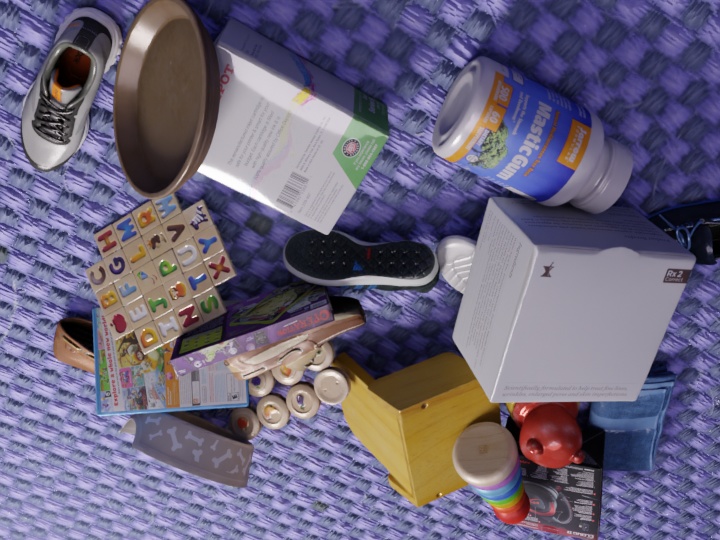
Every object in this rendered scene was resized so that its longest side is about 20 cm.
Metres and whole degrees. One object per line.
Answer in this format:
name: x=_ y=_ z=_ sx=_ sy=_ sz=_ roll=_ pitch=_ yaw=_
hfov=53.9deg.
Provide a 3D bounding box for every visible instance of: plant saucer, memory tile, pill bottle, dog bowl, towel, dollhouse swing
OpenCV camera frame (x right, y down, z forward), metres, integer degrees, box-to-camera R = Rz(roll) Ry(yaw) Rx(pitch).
plant saucer: x=-0.197 y=-0.172 z=0.716 sx=0.029 sy=0.201 sz=0.201 roll=-1 pitch=136 yaw=-42
memory tile: x=-0.122 y=0.142 z=0.983 sx=0.199 sy=0.017 sz=0.154 roll=-25 pitch=90 yaw=18
pill bottle: x=0.187 y=-0.137 z=0.761 sx=0.199 sy=0.112 sz=0.112 roll=22 pitch=124 yaw=-14
dog bowl: x=-0.243 y=0.245 z=1.018 sx=0.199 sy=0.059 sz=0.200 roll=23 pitch=168 yaw=5
towel: x=0.396 y=0.223 z=1.058 sx=0.111 sy=0.049 sz=0.201 roll=-1 pitch=126 yaw=3
dollhouse swing: x=0.078 y=0.192 z=1.005 sx=0.181 sy=0.176 sz=0.201 roll=-20 pitch=126 yaw=-11

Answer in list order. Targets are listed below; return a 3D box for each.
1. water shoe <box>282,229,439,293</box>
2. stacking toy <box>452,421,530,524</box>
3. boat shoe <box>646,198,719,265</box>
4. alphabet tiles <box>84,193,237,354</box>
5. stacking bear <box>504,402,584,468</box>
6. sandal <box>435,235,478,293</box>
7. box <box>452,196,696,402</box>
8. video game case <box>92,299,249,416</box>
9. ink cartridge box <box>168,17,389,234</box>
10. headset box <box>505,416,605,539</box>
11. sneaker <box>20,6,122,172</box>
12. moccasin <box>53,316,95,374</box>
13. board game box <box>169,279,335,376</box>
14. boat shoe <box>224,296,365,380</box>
water shoe: x=0.000 y=0.000 z=0.887 sx=0.198 sy=0.072 sz=0.079 roll=8 pitch=159 yaw=16
stacking toy: x=0.192 y=0.288 z=0.963 sx=0.085 sy=0.086 sz=0.200 roll=-18 pitch=135 yaw=14
boat shoe: x=0.410 y=-0.043 z=0.850 sx=0.199 sy=0.069 sz=0.084 roll=-23 pitch=122 yaw=19
alphabet tiles: x=-0.251 y=0.002 z=0.877 sx=0.199 sy=0.006 sz=0.167 roll=-26 pitch=85 yaw=19
stacking bear: x=0.236 y=0.169 z=0.927 sx=0.121 sy=0.201 sz=0.114 roll=17 pitch=125 yaw=-11
sandal: x=0.172 y=0.007 z=0.908 sx=0.202 sy=0.050 sz=0.082 roll=34 pitch=137 yaw=-27
box: x=0.236 y=0.035 z=0.818 sx=0.197 sy=0.131 sz=0.201 roll=3 pitch=118 yaw=-16
video game case: x=-0.252 y=0.115 z=0.948 sx=0.198 sy=0.018 sz=0.144 roll=-2 pitch=91 yaw=-8
ink cartridge box: x=-0.088 y=-0.153 z=0.771 sx=0.199 sy=0.088 sz=0.146 roll=24 pitch=123 yaw=-17
headset box: x=0.298 y=0.330 z=1.098 sx=0.147 sy=0.075 sz=0.201 roll=4 pitch=128 yaw=22
sneaker: x=-0.323 y=-0.185 z=0.759 sx=0.074 sy=0.080 sz=0.200 roll=25 pitch=124 yaw=-18
moccasin: x=-0.323 y=0.113 z=0.985 sx=0.200 sy=0.074 sz=0.078 roll=23 pitch=132 yaw=-3
board game box: x=-0.133 y=0.064 z=0.884 sx=0.199 sy=0.120 sz=0.033 roll=-19 pitch=114 yaw=0
boat shoe: x=-0.087 y=0.091 z=0.923 sx=0.198 sy=0.076 sz=0.074 roll=-16 pitch=108 yaw=9
